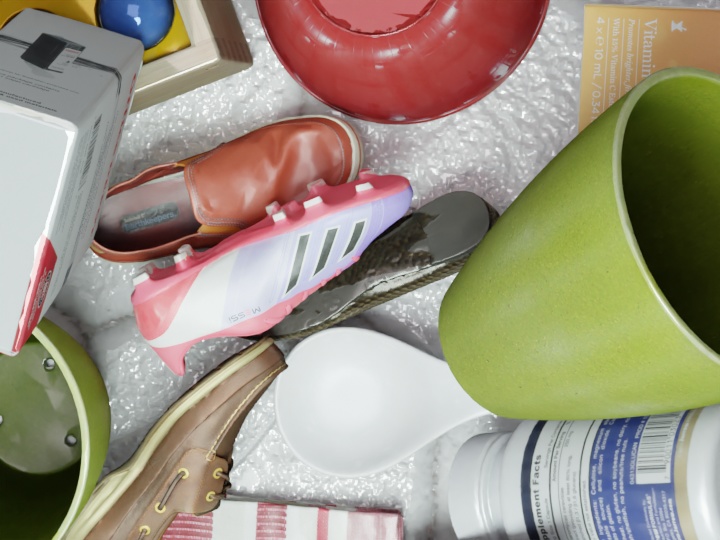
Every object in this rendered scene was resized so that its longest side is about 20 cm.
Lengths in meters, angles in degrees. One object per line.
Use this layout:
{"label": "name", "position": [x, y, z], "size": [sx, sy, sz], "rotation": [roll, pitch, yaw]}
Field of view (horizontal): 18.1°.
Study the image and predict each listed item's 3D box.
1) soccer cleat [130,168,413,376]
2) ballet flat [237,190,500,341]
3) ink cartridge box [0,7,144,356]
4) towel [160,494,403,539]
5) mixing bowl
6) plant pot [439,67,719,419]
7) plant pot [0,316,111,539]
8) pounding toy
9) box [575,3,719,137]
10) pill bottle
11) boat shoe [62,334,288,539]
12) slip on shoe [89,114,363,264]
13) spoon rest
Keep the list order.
{"label": "soccer cleat", "position": [-0.052, -0.001, 1.450], "size": [0.200, 0.067, 0.077], "rotation": [-23, 102, 8]}
{"label": "ballet flat", "position": [0.000, 0.000, 1.482], "size": [0.200, 0.046, 0.068], "rotation": [-22, 69, 13]}
{"label": "ink cartridge box", "position": [-0.200, -0.058, 1.337], "size": [0.084, 0.200, 0.145], "rotation": [18, 110, 0]}
{"label": "towel", "position": [-0.071, 0.222, 1.516], "size": [0.199, 0.023, 0.144], "rotation": [4, 96, 12]}
{"label": "mixing bowl", "position": [0.017, -0.194, 1.434], "size": [0.200, 0.108, 0.201], "rotation": [0, 92, 11]}
{"label": "plant pot", "position": [0.145, 0.009, 1.310], "size": [0.200, 0.187, 0.187], "rotation": [-30, 87, 44]}
{"label": "plant pot", "position": [-0.233, 0.097, 1.447], "size": [0.187, 0.200, 0.188], "rotation": [1, 93, 11]}
{"label": "pounding toy", "position": [-0.200, -0.195, 1.454], "size": [0.184, 0.142, 0.200], "rotation": [-20, 90, 10]}
{"label": "box", "position": [0.237, -0.098, 1.405], "size": [0.199, 0.097, 0.125], "rotation": [3, 94, 10]}
{"label": "pill bottle", "position": [0.156, 0.135, 1.390], "size": [0.200, 0.111, 0.111], "rotation": [-7, 92, 39]}
{"label": "boat shoe", "position": [-0.111, 0.126, 1.476], "size": [0.068, 0.072, 0.200], "rotation": [44, 102, 4]}
{"label": "slip on shoe", "position": [-0.093, -0.050, 1.485], "size": [0.200, 0.061, 0.074], "rotation": [-16, 88, 9]}
{"label": "spoon rest", "position": [0.040, 0.079, 1.468], "size": [0.200, 0.061, 0.100], "rotation": [-8, 91, 10]}
